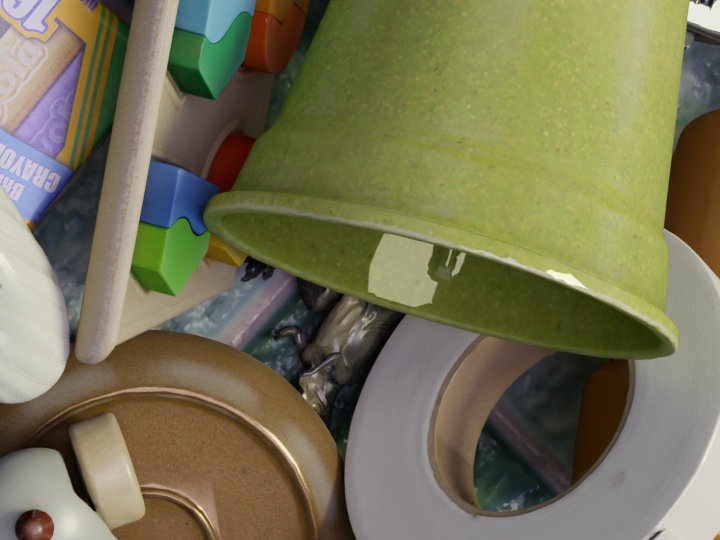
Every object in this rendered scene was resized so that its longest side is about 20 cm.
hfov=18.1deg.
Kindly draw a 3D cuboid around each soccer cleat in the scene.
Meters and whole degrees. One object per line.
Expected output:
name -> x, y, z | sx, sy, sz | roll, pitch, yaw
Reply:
soccer cleat -> -0.171, -0.033, 0.852 | 0.069, 0.077, 0.201 | -32, 105, -16

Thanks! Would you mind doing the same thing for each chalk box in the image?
chalk box -> -0.201, -0.050, 0.947 | 0.124, 0.124, 0.200 | 42, 78, -18

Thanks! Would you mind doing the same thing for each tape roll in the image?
tape roll -> 0.083, 0.068, 0.997 | 0.203, 0.202, 0.037 | -56, 132, -8

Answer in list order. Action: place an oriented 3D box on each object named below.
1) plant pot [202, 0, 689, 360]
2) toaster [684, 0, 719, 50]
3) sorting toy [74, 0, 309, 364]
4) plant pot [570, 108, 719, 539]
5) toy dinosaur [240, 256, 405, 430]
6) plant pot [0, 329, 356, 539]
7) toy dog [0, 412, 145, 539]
plant pot -> 0.056, -0.080, 0.926 | 0.199, 0.200, 0.186 | 19, 81, -20
toaster -> 0.161, -0.201, 1.068 | 0.113, 0.129, 0.201 | 17, 88, -21
sorting toy -> -0.062, -0.066, 0.948 | 0.036, 0.200, 0.187 | 14, 103, 10
plant pot -> 0.208, 0.026, 1.081 | 0.199, 0.200, 0.185 | 13, 73, -21
toy dinosaur -> 0.000, 0.000, 1.066 | 0.200, 0.047, 0.088 | -53, 125, -9
plant pot -> -0.098, 0.128, 1.026 | 0.198, 0.027, 0.202 | -1, 100, -8
toy dog -> -0.120, 0.156, 0.964 | 0.132, 0.096, 0.201 | -36, 103, -1
